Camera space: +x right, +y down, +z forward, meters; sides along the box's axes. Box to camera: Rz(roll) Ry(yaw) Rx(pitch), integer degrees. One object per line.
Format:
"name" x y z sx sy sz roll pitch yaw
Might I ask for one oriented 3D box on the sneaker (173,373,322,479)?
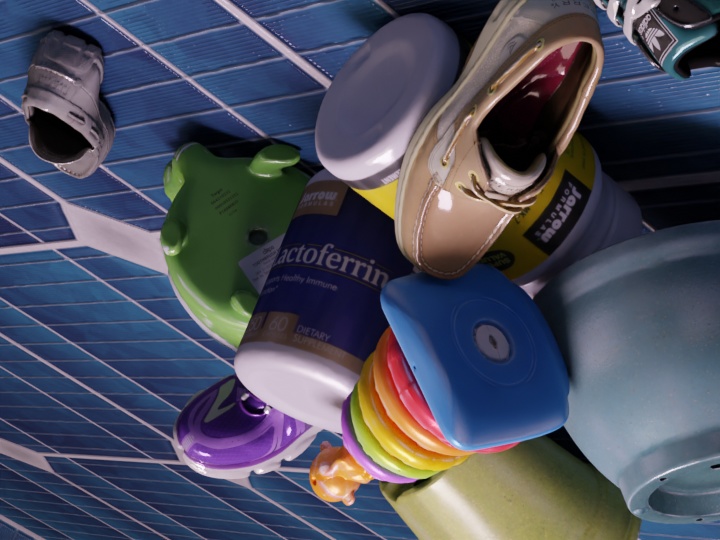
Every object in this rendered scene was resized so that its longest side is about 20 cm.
"sneaker" -0.044 0.081 1.458 0.081 0.199 0.084 61 167 23

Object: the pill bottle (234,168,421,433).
"pill bottle" 0.000 0.000 1.364 0.115 0.201 0.116 19 159 7

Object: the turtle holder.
"turtle holder" -0.090 -0.010 1.512 0.184 0.141 0.132 23 156 13

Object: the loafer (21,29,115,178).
"loafer" -0.227 -0.111 1.520 0.070 0.070 0.200 21 160 5

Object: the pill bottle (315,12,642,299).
"pill bottle" 0.078 -0.060 1.251 0.200 0.115 0.114 35 157 -31

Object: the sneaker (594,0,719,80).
"sneaker" 0.148 -0.146 0.998 0.199 0.080 0.071 22 161 4

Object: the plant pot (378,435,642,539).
"plant pot" 0.122 0.210 1.825 0.184 0.201 0.200 43 154 -20

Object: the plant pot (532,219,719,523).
"plant pot" 0.210 0.075 1.240 0.199 0.135 0.201 -6 153 -3

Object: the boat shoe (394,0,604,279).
"boat shoe" 0.077 -0.070 1.132 0.074 0.067 0.201 9 123 -22

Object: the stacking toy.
"stacking toy" 0.028 0.093 1.246 0.109 0.117 0.200 -9 155 -41
